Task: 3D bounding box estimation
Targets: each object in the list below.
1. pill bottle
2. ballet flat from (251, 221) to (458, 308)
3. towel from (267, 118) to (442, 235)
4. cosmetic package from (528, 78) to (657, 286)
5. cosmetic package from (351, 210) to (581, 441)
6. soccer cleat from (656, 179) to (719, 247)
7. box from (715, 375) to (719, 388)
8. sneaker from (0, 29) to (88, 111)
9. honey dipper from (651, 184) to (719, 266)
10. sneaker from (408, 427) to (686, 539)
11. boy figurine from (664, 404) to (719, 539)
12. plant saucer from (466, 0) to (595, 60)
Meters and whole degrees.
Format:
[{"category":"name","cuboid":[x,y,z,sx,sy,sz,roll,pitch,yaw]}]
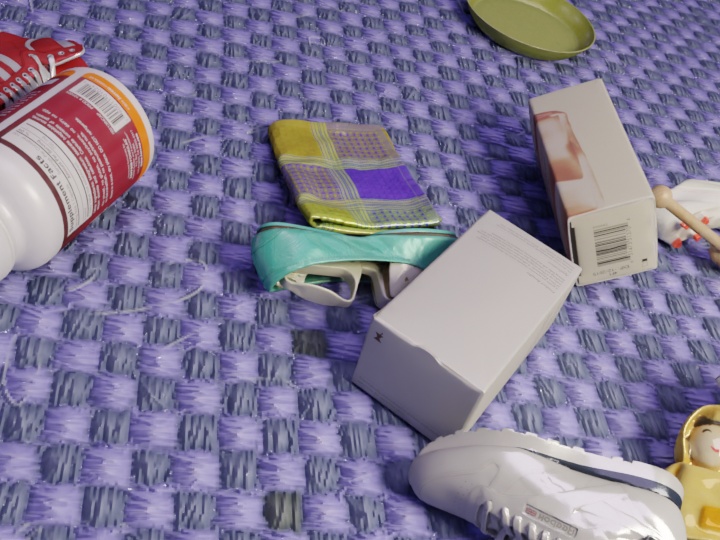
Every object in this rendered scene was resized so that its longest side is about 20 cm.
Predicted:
[{"category":"pill bottle","cuboid":[-0.265,-0.074,0.690,0.112,0.114,0.201,26,43,7]},{"category":"ballet flat","cuboid":[0.000,0.000,0.761,0.197,0.067,0.071,1,70,-19]},{"category":"towel","cuboid":[-0.011,-0.098,0.855,0.142,0.023,0.201,2,36,-19]},{"category":"cosmetic package","cuboid":[0.239,-0.095,0.893,0.086,0.104,0.201,-13,43,10]},{"category":"cosmetic package","cuboid":[0.094,0.044,0.726,0.107,0.085,0.200,35,45,17]},{"category":"soccer cleat","cuboid":[0.408,-0.077,0.983,0.198,0.070,0.078,-8,46,-24]},{"category":"box","cuboid":[0.379,0.152,0.660,0.116,0.060,0.201,13,39,-33]},{"category":"sneaker","cuboid":[-0.312,-0.161,0.791,0.111,0.072,0.201,4,43,-12]},{"category":"honey dipper","cuboid":[0.353,-0.043,0.880,0.199,0.038,0.038,27,32,-39]},{"category":"sneaker","cuboid":[0.128,0.170,0.601,0.197,0.077,0.081,7,49,12]},{"category":"boy figurine","cuboid":[0.269,0.189,0.648,0.123,0.065,0.201,8,43,23]},{"category":"plant saucer","cuboid":[0.241,-0.359,1.231,0.197,0.031,0.201,10,43,-10]}]
